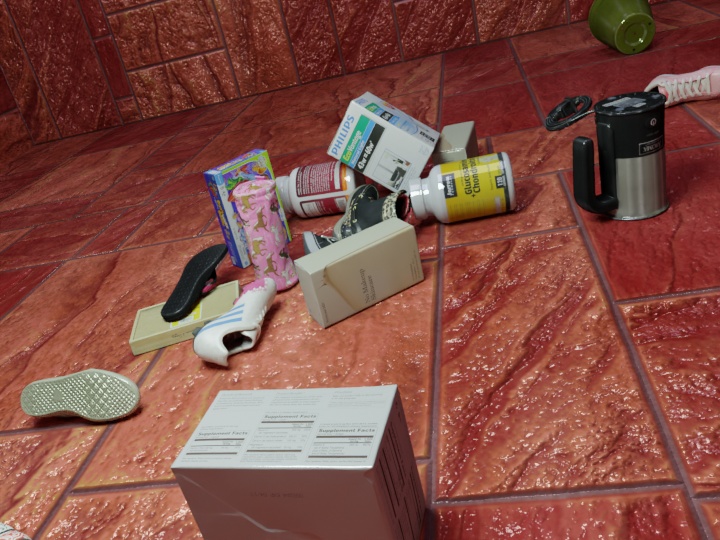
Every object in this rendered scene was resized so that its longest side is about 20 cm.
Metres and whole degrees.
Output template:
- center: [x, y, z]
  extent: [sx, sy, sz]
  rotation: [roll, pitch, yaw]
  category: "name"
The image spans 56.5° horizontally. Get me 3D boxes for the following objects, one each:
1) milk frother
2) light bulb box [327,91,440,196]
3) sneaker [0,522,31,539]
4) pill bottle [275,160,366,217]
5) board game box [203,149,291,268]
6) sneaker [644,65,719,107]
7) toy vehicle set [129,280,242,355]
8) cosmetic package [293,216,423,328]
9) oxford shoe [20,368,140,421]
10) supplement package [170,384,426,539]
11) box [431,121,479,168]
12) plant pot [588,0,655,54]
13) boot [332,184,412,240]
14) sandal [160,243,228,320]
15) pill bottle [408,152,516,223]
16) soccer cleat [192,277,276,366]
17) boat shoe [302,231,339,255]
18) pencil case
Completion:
- center: [0.434, -0.208, 1.189]
  extent: [0.176, 0.192, 0.201]
  rotation: [-12, 25, 2]
  category: "milk frother"
- center: [0.055, -0.277, 1.456]
  extent: [0.197, 0.126, 0.199]
  rotation: [29, 22, -1]
  category: "light bulb box"
- center: [-0.442, 0.346, 0.697]
  extent: [0.106, 0.069, 0.200]
  rotation: [7, 30, 40]
  category: "sneaker"
- center: [-0.092, -0.183, 1.514]
  extent: [0.195, 0.115, 0.114]
  rotation: [-6, 26, 16]
  category: "pill bottle"
- center: [-0.227, -0.128, 1.374]
  extent: [0.133, 0.204, 0.044]
  rotation: [-33, 31, -34]
  category: "board game box"
- center: [0.768, -0.427, 1.585]
  extent: [0.104, 0.077, 0.198]
  rotation: [-32, 26, -33]
  category: "sneaker"
- center: [-0.308, 0.082, 1.200]
  extent: [0.195, 0.027, 0.125]
  rotation: [-17, 25, -3]
  category: "toy vehicle set"
- center: [0.000, 0.000, 1.108]
  extent: [0.197, 0.106, 0.073]
  rotation: [-26, 28, -20]
  category: "cosmetic package"
- center: [-0.413, 0.188, 1.007]
  extent: [0.195, 0.077, 0.058]
  rotation: [-6, -10, 15]
  category: "oxford shoe"
- center: [-0.051, 0.210, 0.649]
  extent: [0.195, 0.159, 0.111]
  rotation: [-5, 27, 20]
  category: "supplement package"
- center: [0.220, -0.262, 1.529]
  extent: [0.076, 0.097, 0.201]
  rotation: [-5, 25, 19]
  category: "box"
- center: [0.863, -0.800, 2.176]
  extent: [0.195, 0.203, 0.195]
  rotation: [-10, 37, 10]
  category: "plant pot"
- center: [0.040, -0.123, 1.328]
  extent: [0.151, 0.074, 0.205]
  rotation: [-19, 27, 33]
  category: "boot"
- center: [-0.302, 0.026, 1.240]
  extent: [0.074, 0.046, 0.202]
  rotation: [-7, 41, 30]
  category: "sandal"
- center: [0.197, -0.156, 1.301]
  extent: [0.195, 0.114, 0.113]
  rotation: [-11, 25, 10]
  category: "pill bottle"
- center: [-0.184, 0.087, 1.092]
  extent: [0.085, 0.071, 0.200]
  rotation: [20, 42, 26]
  category: "soccer cleat"
- center: [-0.061, -0.028, 1.233]
  extent: [0.066, 0.075, 0.199]
  rotation: [-11, 17, -13]
  category: "boat shoe"
- center: [-0.170, -0.065, 1.216]
  extent: [0.081, 0.204, 0.087]
  rotation: [-17, 23, -11]
  category: "pencil case"
